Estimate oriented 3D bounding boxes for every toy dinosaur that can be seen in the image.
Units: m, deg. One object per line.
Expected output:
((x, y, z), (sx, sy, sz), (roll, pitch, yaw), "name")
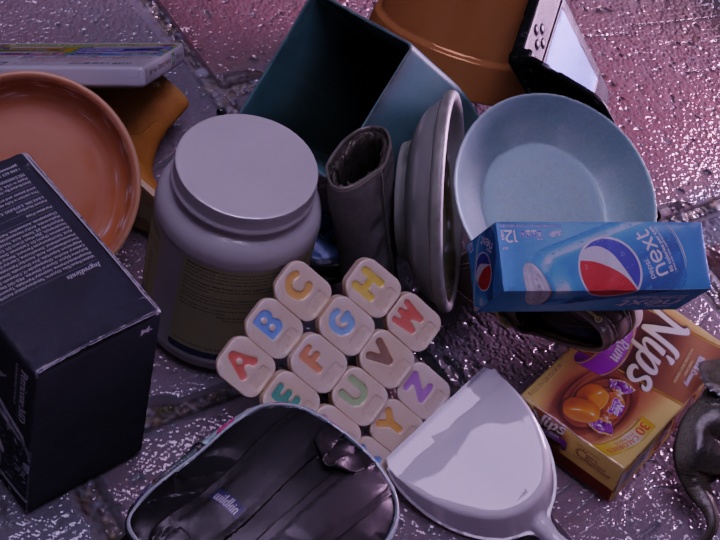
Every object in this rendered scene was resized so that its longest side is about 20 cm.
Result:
((0.320, 0.152, 1.554), (0.102, 0.077, 0.200), (32, 84, -17), "toy dinosaur")

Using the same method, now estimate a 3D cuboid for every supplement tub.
((-0.114, -0.024, 1.513), (0.145, 0.200, 0.145), (8, 49, -9), "supplement tub")

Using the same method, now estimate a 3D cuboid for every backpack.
((-0.074, 0.210, 1.354), (0.177, 0.151, 0.200), (39, 58, 12), "backpack")

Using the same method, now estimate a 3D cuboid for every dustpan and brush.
((0.136, 0.198, 1.489), (0.140, 0.057, 0.200), (-41, 67, -18), "dustpan and brush")

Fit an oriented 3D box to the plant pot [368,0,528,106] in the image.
((0.115, -0.274, 1.790), (0.200, 0.140, 0.200), (14, 25, -7), "plant pot")

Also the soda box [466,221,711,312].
((0.197, -0.003, 1.494), (0.200, 0.068, 0.064), (-1, 74, -20), "soda box")

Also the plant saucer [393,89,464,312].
((0.061, -0.062, 1.553), (0.050, 0.200, 0.200), (1, 47, 8), "plant saucer")

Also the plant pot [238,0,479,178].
((0.021, -0.143, 1.645), (0.141, 0.141, 0.200), (35, 6, 39), "plant pot")

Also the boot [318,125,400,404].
((-0.002, 0.000, 1.520), (0.072, 0.200, 0.182), (9, 45, 7), "boot")

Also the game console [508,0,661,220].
((0.238, -0.172, 1.718), (0.116, 0.200, 0.176), (1, 56, 30), "game console")

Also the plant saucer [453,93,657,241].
((0.171, -0.061, 1.564), (0.201, 0.039, 0.201), (6, 70, -17), "plant saucer")

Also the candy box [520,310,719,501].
((0.242, 0.109, 1.592), (0.117, 0.057, 0.200), (36, 52, 19), "candy box")

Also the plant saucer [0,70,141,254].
((-0.298, -0.079, 1.554), (0.200, 0.201, 0.037), (8, 4, -8), "plant saucer")

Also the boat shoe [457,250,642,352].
((0.160, 0.027, 1.597), (0.200, 0.072, 0.060), (17, 39, 34), "boat shoe")

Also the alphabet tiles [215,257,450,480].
((-0.019, 0.093, 1.465), (0.196, 0.015, 0.200), (41, 78, -21), "alphabet tiles")

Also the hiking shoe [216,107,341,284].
((-0.077, -0.065, 1.635), (0.200, 0.087, 0.074), (37, 51, 17), "hiking shoe")

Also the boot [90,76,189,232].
((-0.211, -0.128, 1.666), (0.201, 0.071, 0.144), (35, 50, 21), "boot")

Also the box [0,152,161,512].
((-0.272, 0.051, 1.406), (0.124, 0.200, 0.197), (-29, 62, -32), "box")

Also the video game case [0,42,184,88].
((-0.283, -0.196, 1.644), (0.200, 0.022, 0.182), (0, 14, 6), "video game case")

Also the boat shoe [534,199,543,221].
((0.161, -0.066, 1.678), (0.062, 0.075, 0.200), (2, 22, 8), "boat shoe")
